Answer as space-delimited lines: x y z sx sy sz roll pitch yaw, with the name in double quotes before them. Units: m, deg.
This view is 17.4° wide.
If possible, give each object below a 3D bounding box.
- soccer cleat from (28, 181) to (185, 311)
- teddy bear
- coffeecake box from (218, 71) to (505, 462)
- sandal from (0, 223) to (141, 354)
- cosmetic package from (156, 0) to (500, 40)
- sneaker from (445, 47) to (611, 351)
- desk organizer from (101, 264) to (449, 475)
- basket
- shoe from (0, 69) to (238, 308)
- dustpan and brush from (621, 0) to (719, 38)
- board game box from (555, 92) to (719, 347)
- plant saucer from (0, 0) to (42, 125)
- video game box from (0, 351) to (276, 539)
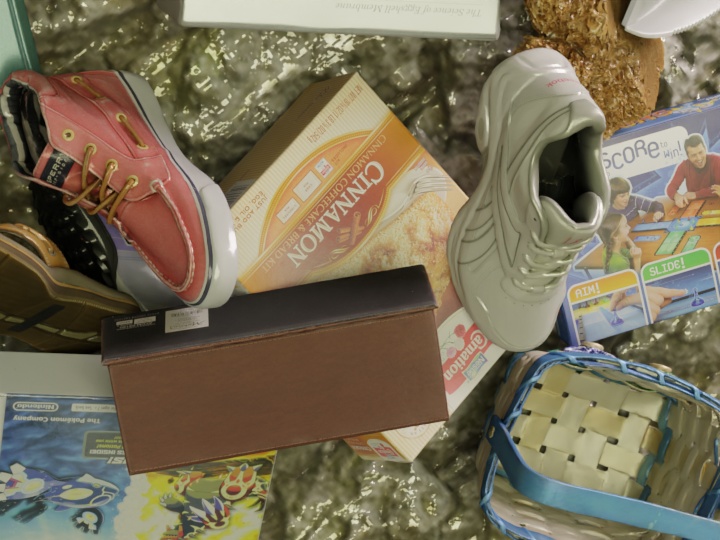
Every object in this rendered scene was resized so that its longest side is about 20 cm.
"soccer cleat" -0.134 -0.001 1.510 0.073 0.068 0.200 -43 103 -26
"teddy bear" 0.135 -0.171 1.491 0.067 0.200 0.145 1 72 25
"coffeecake box" 0.000 0.000 1.504 0.200 0.073 0.154 47 70 -17
"sandal" -0.205 0.002 1.406 0.080 0.200 0.054 -25 65 23
"cosmetic package" -0.016 -0.249 1.443 0.199 0.123 0.200 2 100 -12
"sneaker" 0.108 -0.028 1.436 0.078 0.099 0.200 -10 121 -21
"desk organizer" -0.050 0.059 1.412 0.200 0.072 0.077 -10 110 -3
"basket" 0.160 0.127 1.518 0.176 0.200 0.139 17 104 -17
"shoe" -0.150 -0.050 1.419 0.091 0.200 0.071 0 132 -34
"dustpan and brush" 0.254 -0.221 1.505 0.057 0.200 0.140 33 124 17
"board game box" 0.216 -0.041 1.582 0.200 0.034 0.135 -16 104 -8
"plant saucer" -0.249 -0.185 1.463 0.070 0.019 0.200 -15 104 -9
"video game box" -0.158 0.133 1.497 0.200 0.047 0.182 2 132 -12
